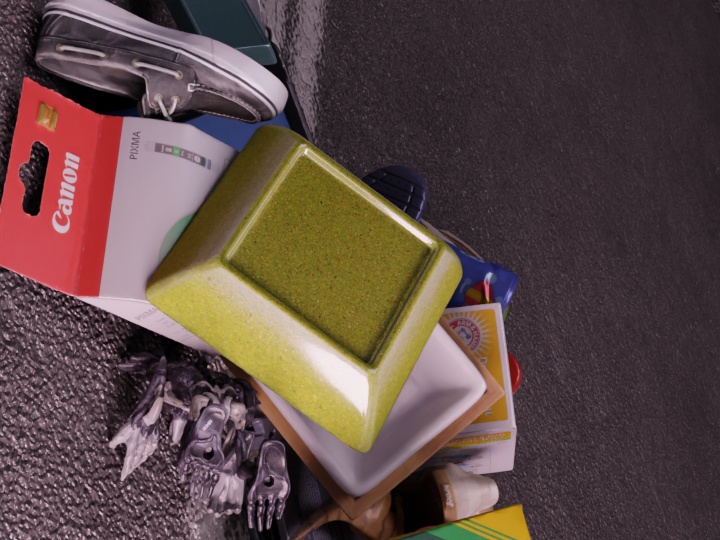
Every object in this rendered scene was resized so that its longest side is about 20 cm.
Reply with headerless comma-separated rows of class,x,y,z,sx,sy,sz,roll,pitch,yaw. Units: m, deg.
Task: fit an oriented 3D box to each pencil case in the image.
pencil case,0.055,-0.003,1.460,0.199,0.079,0.087,28,16,9

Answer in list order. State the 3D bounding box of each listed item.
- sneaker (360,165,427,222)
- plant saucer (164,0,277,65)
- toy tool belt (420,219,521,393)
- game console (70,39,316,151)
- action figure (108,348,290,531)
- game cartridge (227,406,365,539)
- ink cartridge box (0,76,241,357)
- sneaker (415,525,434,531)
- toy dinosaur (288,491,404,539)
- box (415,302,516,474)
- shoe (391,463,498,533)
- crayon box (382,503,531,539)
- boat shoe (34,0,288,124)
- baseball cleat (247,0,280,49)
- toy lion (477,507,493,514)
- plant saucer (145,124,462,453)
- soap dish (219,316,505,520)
sneaker,0.000,0.000,1.397,0.201,0.073,0.082,-62,161,-3
plant saucer,-0.135,-0.240,1.316,0.069,0.019,0.201,-10,50,-23
toy tool belt,0.092,0.053,1.550,0.201,0.124,0.123,53,-6,16
game console,-0.115,-0.074,1.256,0.119,0.171,0.202,-136,-155,-89
action figure,-0.119,0.120,1.122,0.118,0.103,0.200,23,5,-22
game cartridge,-0.043,0.206,1.283,0.133,0.041,0.202,4,69,-58
ink cartridge box,-0.163,-0.045,1.143,0.199,0.050,0.163,28,51,-36
sneaker,0.042,0.276,1.303,0.087,0.073,0.202,-97,-168,-54
toy dinosaur,0.003,0.196,1.274,0.200,0.060,0.107,33,46,-52
box,0.080,0.110,1.365,0.200,0.100,0.114,75,9,-73
shoe,0.064,0.205,1.344,0.200,0.053,0.071,140,-66,-70
crayon box,-0.001,0.229,1.116,0.171,0.199,0.059,-4,75,-45
boat shoe,-0.157,-0.146,1.203,0.198,0.072,0.072,19,69,-6
baseball cleat,-0.119,-0.252,1.440,0.106,0.069,0.202,32,54,-61
toy lion,0.116,0.332,1.485,0.201,0.068,0.192,-84,151,-43
plant saucer,-0.027,-0.002,1.148,0.199,0.048,0.201,36,51,-6
soap dish,-0.009,0.075,1.230,0.200,0.157,0.081,49,-13,16
